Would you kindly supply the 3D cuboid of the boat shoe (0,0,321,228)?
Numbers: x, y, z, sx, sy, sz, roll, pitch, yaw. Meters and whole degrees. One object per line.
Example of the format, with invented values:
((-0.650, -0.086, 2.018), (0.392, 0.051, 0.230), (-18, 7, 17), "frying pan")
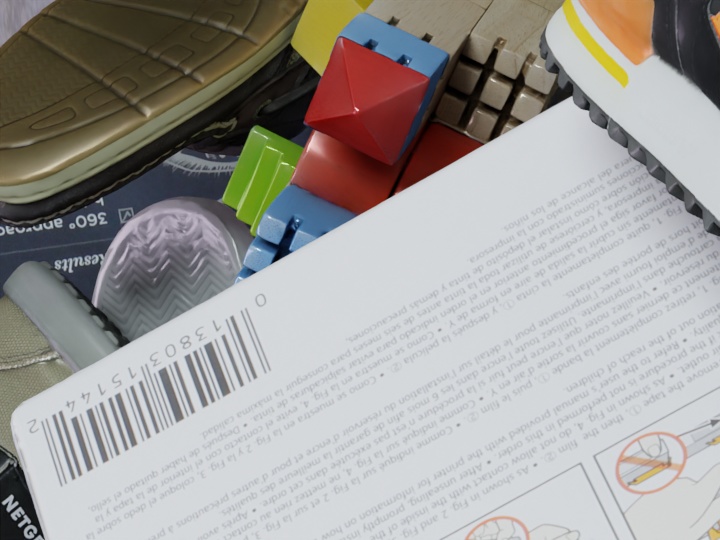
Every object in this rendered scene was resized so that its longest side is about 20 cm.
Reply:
((-0.038, -0.065, 0.831), (0.073, 0.200, 0.065), (29, 144, 37), "boat shoe")

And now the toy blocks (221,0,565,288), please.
((0.000, 0.000, 0.737), (0.201, 0.100, 0.137), (-66, -4, 22), "toy blocks")

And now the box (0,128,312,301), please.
((-0.109, 0.025, 1.057), (0.117, 0.196, 0.201), (125, 134, -68), "box")

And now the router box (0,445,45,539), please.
((-0.089, 0.117, 0.752), (0.149, 0.051, 0.200), (25, 149, 58), "router box")

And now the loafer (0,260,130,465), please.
((-0.063, 0.086, 0.837), (0.200, 0.070, 0.075), (49, 179, 31), "loafer")

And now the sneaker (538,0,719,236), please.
((0.109, -0.039, 0.524), (0.200, 0.070, 0.090), (45, 118, 49), "sneaker")

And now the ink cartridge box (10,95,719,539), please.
((0.034, 0.052, 0.597), (0.045, 0.199, 0.177), (56, -173, -45), "ink cartridge box")

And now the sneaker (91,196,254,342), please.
((-0.029, 0.064, 0.942), (0.115, 0.073, 0.201), (-28, -67, -60), "sneaker")
